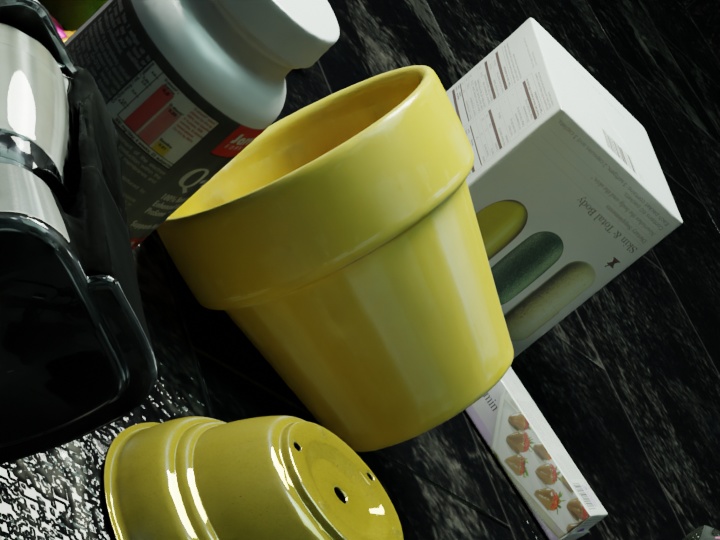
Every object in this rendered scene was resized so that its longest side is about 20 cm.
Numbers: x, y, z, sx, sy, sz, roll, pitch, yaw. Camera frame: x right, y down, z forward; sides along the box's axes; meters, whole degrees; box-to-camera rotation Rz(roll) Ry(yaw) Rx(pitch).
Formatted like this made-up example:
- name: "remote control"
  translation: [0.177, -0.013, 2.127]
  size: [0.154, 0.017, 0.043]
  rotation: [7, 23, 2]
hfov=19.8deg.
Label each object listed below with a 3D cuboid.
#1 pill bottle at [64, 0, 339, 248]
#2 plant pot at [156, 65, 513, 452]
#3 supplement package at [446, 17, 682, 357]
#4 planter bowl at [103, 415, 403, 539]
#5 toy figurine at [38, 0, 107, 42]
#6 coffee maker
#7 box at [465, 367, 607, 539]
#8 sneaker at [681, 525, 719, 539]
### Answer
- name: "pill bottle"
  translation: [-0.115, -0.103, 1.181]
  size: [0.116, 0.200, 0.116]
  rotation: [43, 21, -20]
- name: "plant pot"
  translation: [0.000, 0.000, 1.291]
  size: [0.190, 0.200, 0.201]
  rotation: [61, 16, -13]
- name: "supplement package"
  translation: [0.120, -0.058, 1.633]
  size: [0.152, 0.200, 0.151]
  rotation: [40, 22, -27]
- name: "planter bowl"
  translation: [-0.036, 0.139, 1.089]
  size: [0.200, 0.083, 0.201]
  rotation: [43, 20, -19]
- name: "toy figurine"
  translation: [-0.242, -0.180, 1.216]
  size: [0.184, 0.150, 0.201]
  rotation: [-14, 90, -55]
- name: "coffee maker"
  translation: [-0.160, -0.008, 1.006]
  size: [0.192, 0.135, 0.200]
  rotation: [38, 23, -34]
- name: "box"
  translation: [0.112, 0.113, 1.544]
  size: [0.200, 0.039, 0.041]
  rotation: [57, 18, 18]
- name: "sneaker"
  translation: [0.337, 0.259, 1.732]
  size: [0.200, 0.080, 0.086]
  rotation: [38, 11, -48]
